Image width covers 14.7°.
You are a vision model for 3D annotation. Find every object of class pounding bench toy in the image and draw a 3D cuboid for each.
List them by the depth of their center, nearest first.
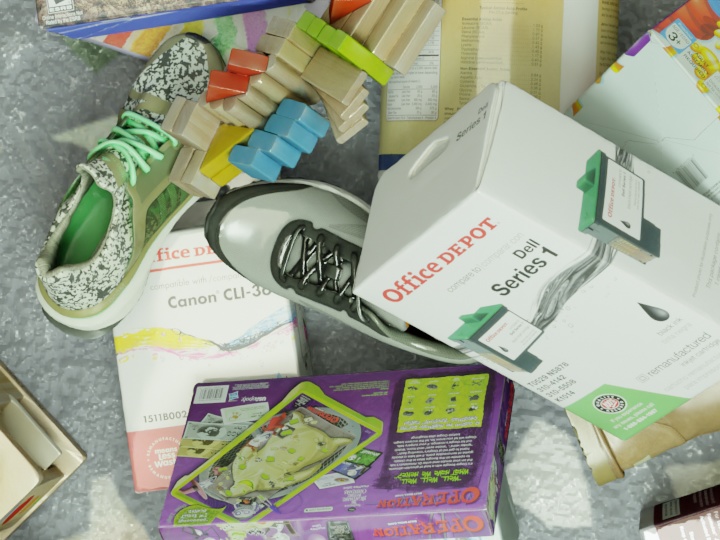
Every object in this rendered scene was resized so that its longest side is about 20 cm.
[{"bbox_3d":[-0.244,0.146,1.726,0.124,0.156,0.200,-43,87,5],"label":"pounding bench toy"}]

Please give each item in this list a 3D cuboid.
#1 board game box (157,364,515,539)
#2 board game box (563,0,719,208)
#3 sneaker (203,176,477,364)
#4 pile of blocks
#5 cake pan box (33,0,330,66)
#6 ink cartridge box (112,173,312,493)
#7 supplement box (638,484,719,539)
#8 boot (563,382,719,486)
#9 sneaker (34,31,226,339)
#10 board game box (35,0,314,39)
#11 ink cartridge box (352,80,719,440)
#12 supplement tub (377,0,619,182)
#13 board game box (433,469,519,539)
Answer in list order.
[{"bbox_3d":[-0.013,0.111,1.646,0.199,0.120,0.032,-4,128,16],"label":"board game box"},{"bbox_3d":[0.232,-0.122,1.644,0.103,0.105,0.200,50,52,3],"label":"board game box"},{"bbox_3d":[0.000,0.000,1.671,0.199,0.079,0.074,21,101,4],"label":"sneaker"},{"bbox_3d":[-0.045,-0.110,1.635,0.200,0.062,0.082,-40,45,18],"label":"pile of blocks"},{"bbox_3d":[-0.091,-0.222,1.757,0.183,0.052,0.201,19,93,3],"label":"cake pan box"},{"bbox_3d":[-0.096,0.032,1.752,0.116,0.067,0.201,-8,90,7],"label":"ink cartridge box"},{"bbox_3d":[0.272,0.148,1.695,0.199,0.109,0.061,-19,89,7],"label":"supplement box"},{"bbox_3d":[0.206,0.022,1.726,0.199,0.066,0.176,-25,97,5],"label":"boot"},{"bbox_3d":[-0.139,-0.058,1.687,0.077,0.089,0.201,22,79,15],"label":"sneaker"},{"bbox_3d":[-0.123,-0.252,1.687,0.158,0.097,0.201,-9,90,6],"label":"board game box"},{"bbox_3d":[0.116,-0.003,1.586,0.199,0.146,0.085,28,54,-17],"label":"ink cartridge box"},{"bbox_3d":[0.085,-0.137,1.692,0.143,0.144,0.201,3,91,6],"label":"supplement tub"},{"bbox_3d":[-0.007,0.166,1.705,0.199,0.148,0.065,-14,92,6],"label":"board game box"}]
